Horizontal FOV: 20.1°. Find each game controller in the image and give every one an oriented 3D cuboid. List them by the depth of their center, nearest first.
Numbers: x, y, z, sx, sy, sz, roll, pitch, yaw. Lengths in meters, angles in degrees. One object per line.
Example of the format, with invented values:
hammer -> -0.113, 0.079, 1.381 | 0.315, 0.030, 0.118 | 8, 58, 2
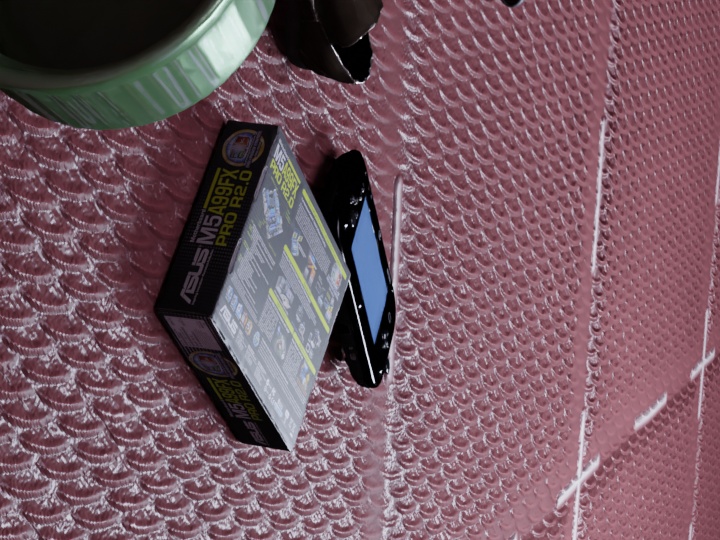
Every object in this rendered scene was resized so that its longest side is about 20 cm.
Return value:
game controller -> 0.000, 0.000, 1.654 | 0.201, 0.042, 0.105 | 77, 28, -43

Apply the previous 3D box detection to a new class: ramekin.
ramekin -> -0.135, -0.171, 1.047 | 0.098, 0.199, 0.201 | 56, 44, -71

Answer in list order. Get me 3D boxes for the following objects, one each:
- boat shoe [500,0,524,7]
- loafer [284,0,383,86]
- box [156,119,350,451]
boat shoe -> 0.144, -0.333, 1.891 | 0.201, 0.071, 0.065 | 82, 20, -47
loafer -> -0.013, -0.203, 1.448 | 0.073, 0.071, 0.200 | -52, 162, -19
box -> -0.072, 0.015, 1.467 | 0.200, 0.044, 0.161 | 64, 37, -55
